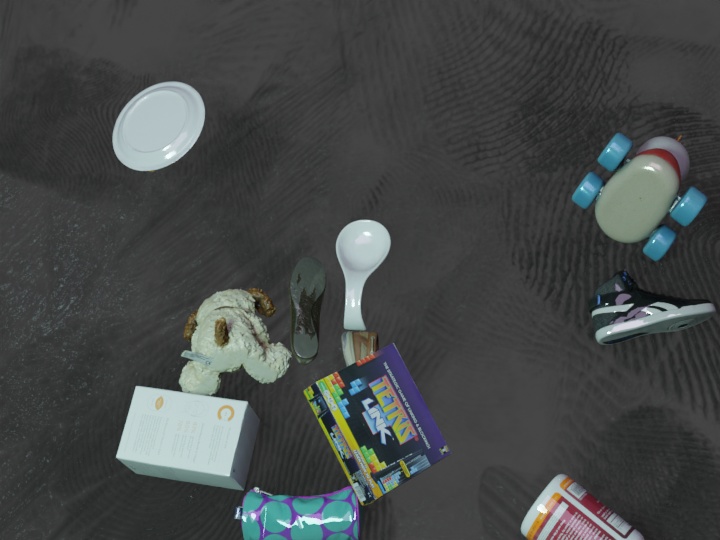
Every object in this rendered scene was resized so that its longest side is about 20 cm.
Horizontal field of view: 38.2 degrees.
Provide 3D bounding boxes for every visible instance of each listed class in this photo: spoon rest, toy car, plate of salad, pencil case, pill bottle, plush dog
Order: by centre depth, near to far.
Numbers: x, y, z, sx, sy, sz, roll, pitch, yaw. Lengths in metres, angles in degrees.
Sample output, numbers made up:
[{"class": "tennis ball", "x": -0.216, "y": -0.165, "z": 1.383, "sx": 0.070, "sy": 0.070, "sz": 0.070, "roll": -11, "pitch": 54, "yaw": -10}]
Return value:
[{"class": "pill bottle", "x": 0.346, "y": 0.406, "z": 1.541, "sx": 0.199, "sy": 0.113, "sz": 0.113, "roll": 37, "pitch": 75, "yaw": 22}, {"class": "pencil case", "x": -0.093, "y": 0.387, "z": 1.634, "sx": 0.196, "sy": 0.085, "sz": 0.094, "roll": -3, "pitch": 79, "yaw": 7}, {"class": "plush dog", "x": -0.229, "y": 0.100, "z": 1.770, "sx": 0.197, "sy": 0.162, "sz": 0.173, "roll": -15, "pitch": 38, "yaw": 0}, {"class": "toy car", "x": 0.499, "y": -0.156, "z": 1.783, "sx": 0.183, "sy": 0.178, "sz": 0.200, "roll": 37, "pitch": 45, "yaw": 9}, {"class": "spoon rest", "x": 0.000, "y": 0.000, "z": 1.814, "sx": 0.098, "sy": 0.061, "sz": 0.203, "roll": 2, "pitch": 66, "yaw": 9}, {"class": "plate of salad", "x": -0.388, "y": -0.276, "z": 2.011, "sx": 0.197, "sy": 0.048, "sz": 0.203, "roll": -9, "pitch": 62, "yaw": 16}]

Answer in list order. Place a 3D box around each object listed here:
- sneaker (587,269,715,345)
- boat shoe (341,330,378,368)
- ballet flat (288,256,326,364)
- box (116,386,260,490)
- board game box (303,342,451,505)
[{"class": "sneaker", "x": 0.474, "y": 0.045, "z": 1.712, "sx": 0.197, "sy": 0.073, "sz": 0.114, "roll": -12, "pitch": 65, "yaw": 4}, {"class": "boat shoe", "x": 0.016, "y": 0.189, "z": 1.717, "sx": 0.071, "sy": 0.076, "sz": 0.203, "roll": -10, "pitch": 65, "yaw": 1}, {"class": "ballet flat", "x": -0.094, "y": 0.071, "z": 1.808, "sx": 0.066, "sy": 0.047, "sz": 0.203, "roll": 3, "pitch": 61, "yaw": -6}, {"class": "box", "x": -0.280, "y": 0.276, "z": 1.707, "sx": 0.197, "sy": 0.098, "sz": 0.126, "roll": 7, "pitch": 66, "yaw": 12}, {"class": "board game box", "x": 0.028, "y": 0.239, "z": 1.633, "sx": 0.164, "sy": 0.057, "sz": 0.202, "roll": -24, "pitch": 81, "yaw": -33}]
